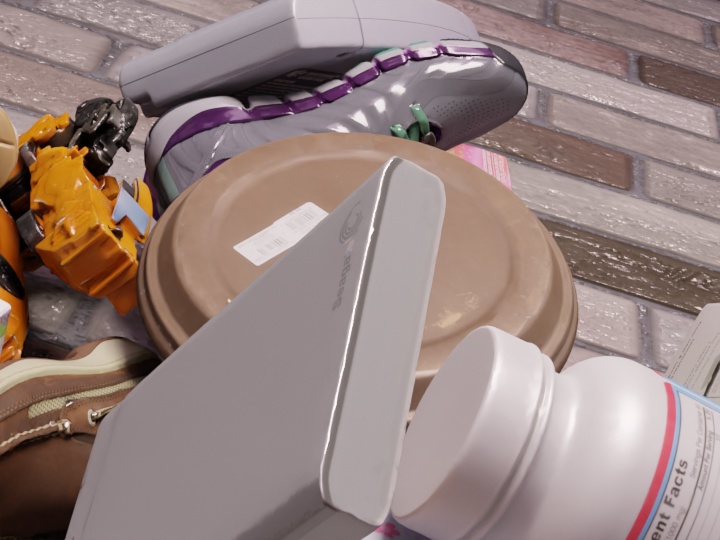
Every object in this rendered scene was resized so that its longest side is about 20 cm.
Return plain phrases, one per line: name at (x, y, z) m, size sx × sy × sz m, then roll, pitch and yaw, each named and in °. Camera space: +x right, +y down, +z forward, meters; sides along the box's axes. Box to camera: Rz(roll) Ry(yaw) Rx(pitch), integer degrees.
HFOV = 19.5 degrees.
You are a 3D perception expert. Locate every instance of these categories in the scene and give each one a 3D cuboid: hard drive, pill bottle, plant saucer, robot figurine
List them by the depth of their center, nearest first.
hard drive at (-0.046, 0.063, 0.697) m, size 0.026 × 0.200 × 0.132 m, roll 28°, pitch 49°, yaw -20°
pill bottle at (0.116, 0.101, 0.808) m, size 0.199 × 0.109 × 0.109 m, roll 27°, pitch 20°, yaw -12°
plant saucer at (0.000, 0.000, 0.932) m, size 0.199 × 0.030 × 0.201 m, roll 4°, pitch 41°, yaw -3°
robot figurine at (-0.159, -0.016, 1.031) m, size 0.058 × 0.145 × 0.200 m, roll 51°, pitch 7°, yaw -22°

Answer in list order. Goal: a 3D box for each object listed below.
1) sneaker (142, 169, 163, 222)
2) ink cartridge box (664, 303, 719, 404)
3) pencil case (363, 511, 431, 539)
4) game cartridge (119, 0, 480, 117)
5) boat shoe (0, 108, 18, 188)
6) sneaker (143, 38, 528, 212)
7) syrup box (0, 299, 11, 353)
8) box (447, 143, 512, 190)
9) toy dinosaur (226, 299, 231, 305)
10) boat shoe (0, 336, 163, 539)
sneaker at (-0.064, -0.052, 1.234) m, size 0.088 × 0.081 × 0.200 m, roll 27°, pitch 18°, yaw 34°
ink cartridge box at (0.233, 0.082, 0.964) m, size 0.146 × 0.083 × 0.200 m, roll 33°, pitch -9°, yaw -10°
pencil case at (0.009, 0.134, 0.835) m, size 0.090 × 0.083 × 0.200 m, roll 31°, pitch 20°, yaw -13°
game cartridge at (-0.019, -0.112, 1.127) m, size 0.133 × 0.042 × 0.200 m, roll -22°, pitch -11°, yaw 29°
boat shoe at (-0.265, -0.042, 1.034) m, size 0.199 × 0.071 × 0.069 m, roll -9°, pitch 5°, yaw -3°
sneaker at (-0.005, -0.051, 1.049) m, size 0.199 × 0.075 × 0.088 m, roll -15°, pitch 48°, yaw -2°
syrup box at (-0.258, 0.021, 0.910) m, size 0.199 × 0.079 × 0.081 m, roll 24°, pitch 23°, yaw 16°
box at (0.027, 0.003, 1.128) m, size 0.094 × 0.103 × 0.200 m, roll 15°, pitch 22°, yaw -5°
toy dinosaur at (-0.027, 0.102, 0.749) m, size 0.106 × 0.061 × 0.200 m, roll -29°, pitch 46°, yaw -29°
boat shoe at (-0.122, 0.078, 0.887) m, size 0.075 × 0.075 × 0.202 m, roll 30°, pitch 25°, yaw 16°
